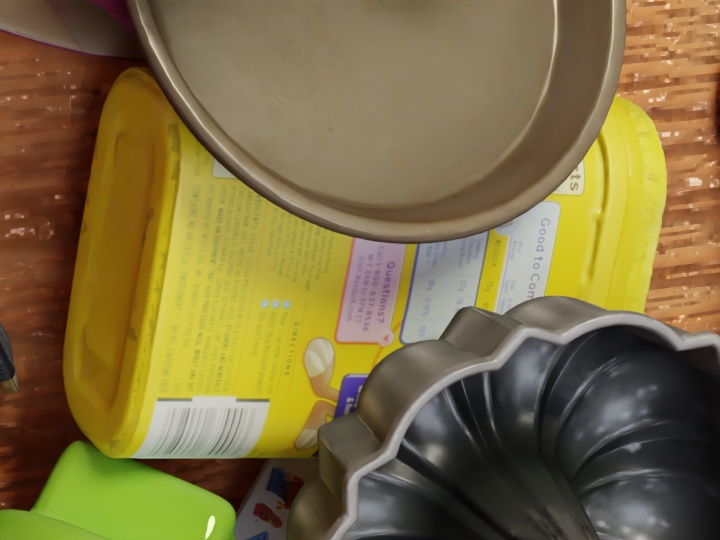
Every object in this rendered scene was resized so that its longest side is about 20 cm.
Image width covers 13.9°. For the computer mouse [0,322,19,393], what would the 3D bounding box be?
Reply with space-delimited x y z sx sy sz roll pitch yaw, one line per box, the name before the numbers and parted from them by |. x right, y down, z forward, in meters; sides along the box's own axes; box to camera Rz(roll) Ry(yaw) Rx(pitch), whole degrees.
computer mouse | -0.167 0.092 1.100 0.141 0.046 0.200 -61 152 -27

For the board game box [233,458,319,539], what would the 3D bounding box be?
board game box | -0.024 0.179 1.172 0.200 0.126 0.035 -60 164 9

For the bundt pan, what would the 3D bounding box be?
bundt pan | 0.059 0.096 1.065 0.201 0.076 0.203 -9 114 -21

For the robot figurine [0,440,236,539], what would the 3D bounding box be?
robot figurine | -0.113 0.167 1.062 0.115 0.176 0.200 23 71 5

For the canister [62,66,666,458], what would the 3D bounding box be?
canister | 0.000 0.000 1.093 0.199 0.087 0.149 2 108 -28

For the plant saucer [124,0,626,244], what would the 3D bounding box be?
plant saucer | 0.003 -0.104 1.035 0.199 0.029 0.201 8 73 -26

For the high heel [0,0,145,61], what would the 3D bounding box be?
high heel | -0.119 -0.082 0.988 0.200 0.067 0.096 -40 123 -47
